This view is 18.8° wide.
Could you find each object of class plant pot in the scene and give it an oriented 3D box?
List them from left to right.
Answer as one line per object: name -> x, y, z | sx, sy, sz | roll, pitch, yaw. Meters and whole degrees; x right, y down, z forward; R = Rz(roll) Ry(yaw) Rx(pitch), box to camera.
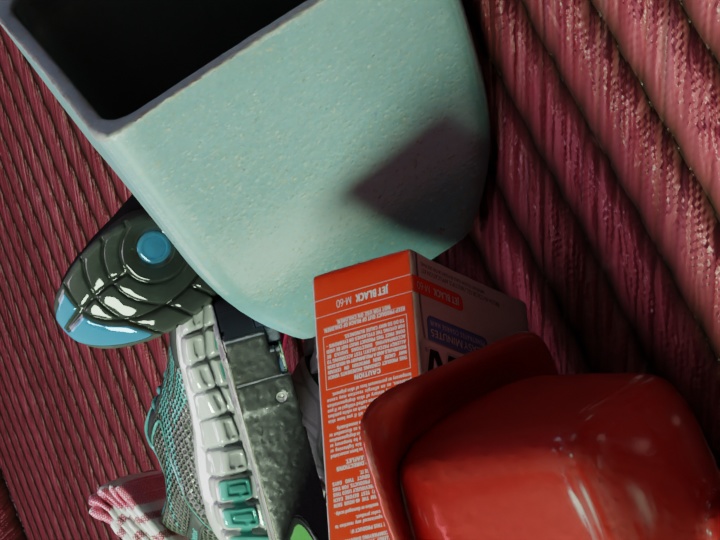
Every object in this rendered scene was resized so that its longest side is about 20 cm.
plant pot -> -0.042, -0.085, 1.158 | 0.196, 0.196, 0.200 | 46, 168, 53

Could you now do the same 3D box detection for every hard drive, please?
hard drive -> -0.044, 0.116, 1.248 | 0.140, 0.038, 0.200 | -123, 18, -77

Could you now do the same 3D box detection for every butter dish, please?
butter dish -> 0.115, 0.123, 0.959 | 0.148, 0.199, 0.200 | -16, 91, 31

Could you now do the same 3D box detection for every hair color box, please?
hair color box -> 0.037, 0.102, 1.049 | 0.064, 0.111, 0.200 | -16, 67, 31

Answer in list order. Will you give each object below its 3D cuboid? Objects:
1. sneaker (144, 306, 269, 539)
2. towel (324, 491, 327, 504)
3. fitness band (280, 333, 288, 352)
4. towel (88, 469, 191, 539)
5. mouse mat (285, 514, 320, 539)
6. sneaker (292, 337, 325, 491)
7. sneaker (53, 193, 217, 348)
sneaker -> -0.103, 0.081, 1.364 | 0.091, 0.078, 0.200 | -6, 87, 44
towel -> 0.045, 0.138, 1.172 | 0.200, 0.022, 0.145 | 44, 144, 37
fitness band -> -0.066, 0.090, 1.490 | 0.200, 0.037, 0.144 | -84, -1, -64
towel -> -0.084, 0.211, 1.432 | 0.200, 0.030, 0.146 | 47, -169, 11
mouse mat -> 0.008, 0.232, 1.116 | 0.200, 0.008, 0.161 | 57, 159, 18
sneaker -> 0.005, 0.112, 1.332 | 0.081, 0.075, 0.200 | -56, 33, 14
sneaker -> -0.100, -0.031, 1.288 | 0.073, 0.200, 0.082 | 51, 172, -20
